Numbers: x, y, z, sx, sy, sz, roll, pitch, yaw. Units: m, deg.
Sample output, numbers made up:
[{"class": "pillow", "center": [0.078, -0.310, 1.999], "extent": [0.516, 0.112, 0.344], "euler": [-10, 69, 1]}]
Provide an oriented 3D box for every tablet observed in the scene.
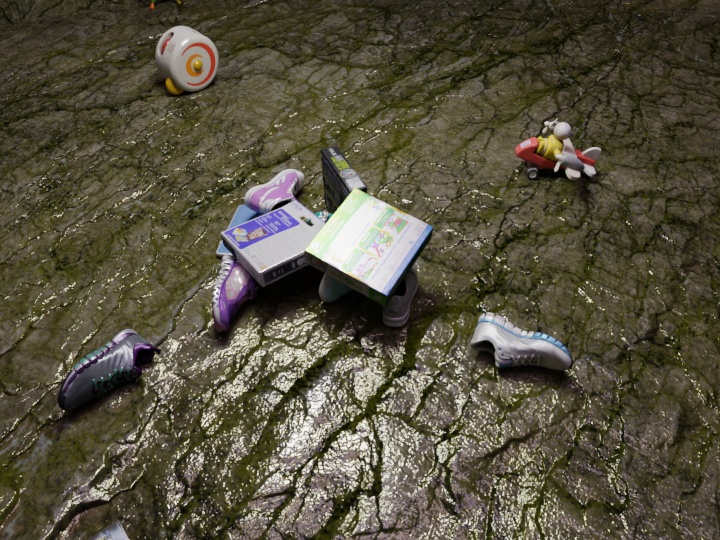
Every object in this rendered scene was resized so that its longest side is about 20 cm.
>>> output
[{"class": "tablet", "center": [-0.258, -0.094, 1.591], "extent": [0.127, 0.014, 0.202], "euler": [4, 40, 7]}]

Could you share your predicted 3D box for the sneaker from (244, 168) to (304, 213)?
[{"class": "sneaker", "center": [-0.180, -0.184, 1.638], "extent": [0.113, 0.074, 0.200], "euler": [20, 39, 29]}]

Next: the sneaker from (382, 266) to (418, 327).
[{"class": "sneaker", "center": [0.086, 0.022, 1.389], "extent": [0.073, 0.083, 0.202], "euler": [3, 41, 4]}]

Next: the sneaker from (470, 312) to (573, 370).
[{"class": "sneaker", "center": [0.298, 0.156, 1.248], "extent": [0.197, 0.076, 0.087], "euler": [19, 54, 30]}]

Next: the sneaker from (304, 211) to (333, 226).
[{"class": "sneaker", "center": [-0.073, -0.072, 1.498], "extent": [0.197, 0.085, 0.121], "euler": [16, 48, 37]}]

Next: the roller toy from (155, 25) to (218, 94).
[{"class": "roller toy", "center": [-0.563, -0.687, 2.161], "extent": [0.198, 0.185, 0.139], "euler": [-31, 49, -31]}]

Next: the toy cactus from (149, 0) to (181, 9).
[{"class": "toy cactus", "center": [-0.837, -1.171, 2.828], "extent": [0.195, 0.105, 0.166], "euler": [-5, 21, 0]}]

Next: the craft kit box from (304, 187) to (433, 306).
[{"class": "craft kit box", "center": [0.018, -0.053, 1.348], "extent": [0.195, 0.049, 0.201], "euler": [30, 59, 14]}]

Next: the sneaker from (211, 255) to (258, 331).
[{"class": "sneaker", "center": [-0.258, 0.045, 1.384], "extent": [0.086, 0.082, 0.202], "euler": [6, 39, -3]}]

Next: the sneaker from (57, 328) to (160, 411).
[{"class": "sneaker", "center": [-0.461, 0.188, 1.225], "extent": [0.086, 0.075, 0.201], "euler": [21, 44, 17]}]

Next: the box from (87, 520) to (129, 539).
[{"class": "box", "center": [-0.410, 0.458, 0.933], "extent": [0.198, 0.035, 0.110], "euler": [-28, 47, -28]}]

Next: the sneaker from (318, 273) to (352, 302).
[{"class": "sneaker", "center": [0.000, 0.000, 1.385], "extent": [0.200, 0.074, 0.082], "euler": [-44, 43, -6]}]

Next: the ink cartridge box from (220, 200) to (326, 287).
[{"class": "ink cartridge box", "center": [-0.173, -0.064, 1.429], "extent": [0.197, 0.044, 0.198], "euler": [-27, 40, -22]}]

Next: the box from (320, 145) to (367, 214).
[{"class": "box", "center": [-0.038, -0.175, 1.565], "extent": [0.043, 0.163, 0.201], "euler": [-16, 41, -15]}]

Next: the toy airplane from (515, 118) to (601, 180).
[{"class": "toy airplane", "center": [0.530, -0.315, 1.724], "extent": [0.197, 0.143, 0.199], "euler": [-29, 47, -29]}]
